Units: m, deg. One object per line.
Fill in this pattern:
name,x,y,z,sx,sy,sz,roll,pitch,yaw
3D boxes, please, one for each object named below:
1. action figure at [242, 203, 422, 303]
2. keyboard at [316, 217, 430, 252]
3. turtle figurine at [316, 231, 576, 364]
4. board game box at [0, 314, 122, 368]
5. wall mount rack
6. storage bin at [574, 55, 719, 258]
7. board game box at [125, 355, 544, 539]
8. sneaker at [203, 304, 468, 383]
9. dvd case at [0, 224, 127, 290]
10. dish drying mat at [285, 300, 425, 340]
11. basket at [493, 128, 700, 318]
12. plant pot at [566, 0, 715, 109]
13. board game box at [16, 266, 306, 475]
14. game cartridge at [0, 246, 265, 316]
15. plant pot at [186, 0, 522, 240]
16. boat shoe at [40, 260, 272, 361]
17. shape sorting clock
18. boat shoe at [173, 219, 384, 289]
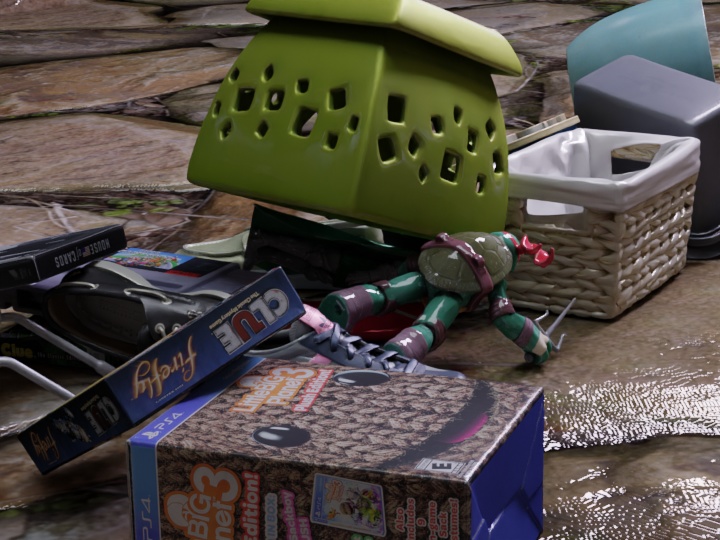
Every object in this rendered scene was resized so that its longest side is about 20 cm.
action figure,0.000,0.000,1.515,0.199,0.055,0.118,12,-20,-1
keyboard,0.040,-0.032,1.726,0.199,0.040,0.104,-10,41,-36
turtle figurine,0.070,0.019,1.385,0.200,0.101,0.149,-25,35,-38
board game box,-0.211,0.039,1.492,0.104,0.024,0.200,6,17,18
wall mount rack,-0.263,0.074,1.292,0.173,0.075,0.200,-7,16,-6
storage bin,0.299,-0.122,1.720,0.145,0.135,0.200,-29,37,-29
board game box,-0.009,0.126,1.025,0.199,0.097,0.159,4,17,19
sneaker,-0.017,0.067,1.263,0.199,0.082,0.070,1,15,7
dvd case,-0.305,0.002,1.407,0.199,0.025,0.150,-11,7,21
dish drying mat,-0.041,0.041,1.473,0.199,0.018,0.077,0,18,5
basket,0.205,-0.044,1.563,0.135,0.124,0.200,8,19,29
plant pot,0.323,-0.208,2.028,0.160,0.201,0.201,-10,14,12
board game box,-0.130,0.067,1.130,0.135,0.035,0.200,-34,2,-28
game cartridge,-0.189,0.014,1.482,0.199,0.039,0.130,8,22,26
plant pot,0.005,-0.129,1.456,0.200,0.182,0.199,14,1,42
boat shoe,-0.152,0.044,1.351,0.199,0.074,0.060,21,29,25
shape sorting clock,0.114,-0.111,1.701,0.199,0.039,0.200,-24,5,2
boat shoe,-0.075,-0.018,1.606,0.199,0.062,0.072,-2,16,-1
